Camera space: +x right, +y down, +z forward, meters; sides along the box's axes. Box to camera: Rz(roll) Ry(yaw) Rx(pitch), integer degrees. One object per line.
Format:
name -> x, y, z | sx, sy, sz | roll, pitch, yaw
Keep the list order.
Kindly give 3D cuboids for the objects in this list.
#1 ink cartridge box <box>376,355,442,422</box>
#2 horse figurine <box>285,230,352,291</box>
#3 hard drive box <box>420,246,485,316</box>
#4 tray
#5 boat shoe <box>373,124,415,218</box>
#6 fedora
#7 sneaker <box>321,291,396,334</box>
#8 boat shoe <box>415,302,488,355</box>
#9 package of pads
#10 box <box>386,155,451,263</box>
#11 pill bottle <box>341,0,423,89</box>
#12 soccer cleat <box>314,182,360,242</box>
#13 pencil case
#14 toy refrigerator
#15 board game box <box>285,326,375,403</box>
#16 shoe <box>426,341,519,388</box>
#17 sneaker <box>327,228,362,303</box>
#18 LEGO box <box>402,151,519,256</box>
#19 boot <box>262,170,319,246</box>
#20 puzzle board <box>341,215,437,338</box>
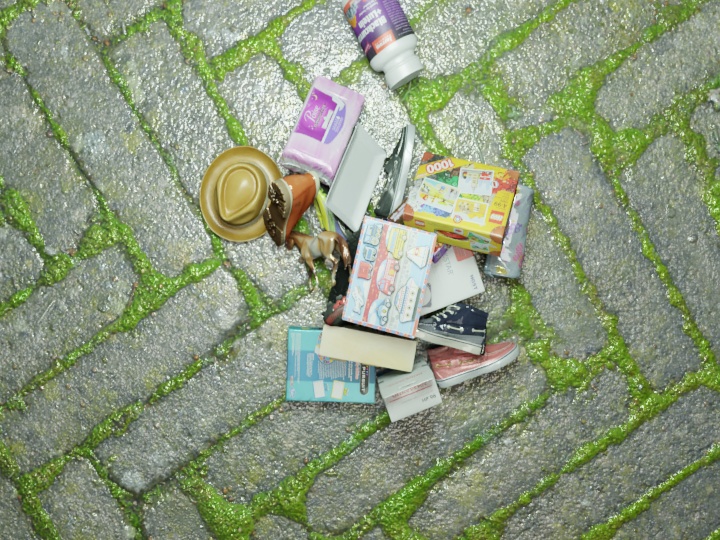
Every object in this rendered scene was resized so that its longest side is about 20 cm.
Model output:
ink cartridge box -> 0.099, 0.246, 1.280 | 0.113, 0.200, 0.070 | -22, 94, 0
horse figurine -> -0.080, -0.031, 1.290 | 0.049, 0.197, 0.137 | -12, 89, -43
hard drive box -> 0.146, 0.001, 1.329 | 0.194, 0.077, 0.160 | -21, 94, -1
tray -> -0.012, -0.191, 1.287 | 0.107, 0.022, 0.205 | 38, 63, -37
boat shoe -> 0.073, -0.211, 1.320 | 0.055, 0.069, 0.207 | 12, 95, -2
fedora -> -0.253, -0.161, 1.304 | 0.193, 0.082, 0.208 | 0, 94, -1
sneaker -> 0.022, 0.085, 1.238 | 0.194, 0.071, 0.100 | -15, 68, -9
boat shoe -> 0.173, 0.106, 1.287 | 0.194, 0.075, 0.096 | 15, 87, -9
package of pads -> -0.078, -0.286, 1.277 | 0.117, 0.076, 0.205 | 22, 71, -4
box -> 0.168, -0.130, 1.286 | 0.136, 0.039, 0.200 | 38, 75, 25
pill bottle -> 0.050, -0.486, 1.279 | 0.109, 0.111, 0.204 | -28, 94, 0
soccer cleat -> -0.076, -0.134, 1.322 | 0.083, 0.064, 0.204 | -36, 81, 41
pencil case -> 0.314, -0.085, 1.322 | 0.089, 0.082, 0.207 | 3, 97, -40
toy refrigerator -> 0.014, 0.158, 1.289 | 0.193, 0.076, 0.072 | 11, 92, -3
board game box -> -0.063, 0.205, 1.350 | 0.193, 0.047, 0.157 | 2, 93, -2
shoe -> 0.242, 0.175, 1.345 | 0.195, 0.072, 0.093 | -22, 97, 3
sneaker -> 0.000, 0.000, 1.308 | 0.076, 0.086, 0.204 | 41, 120, 35
LEGO box -> 0.197, -0.131, 1.214 | 0.194, 0.078, 0.153 | 14, 66, 17
boot -> -0.138, -0.125, 1.266 | 0.106, 0.201, 0.076 | -31, 75, -30
puzzle board -> 0.056, 0.012, 1.196 | 0.146, 0.017, 0.207 | 13, 90, 5
